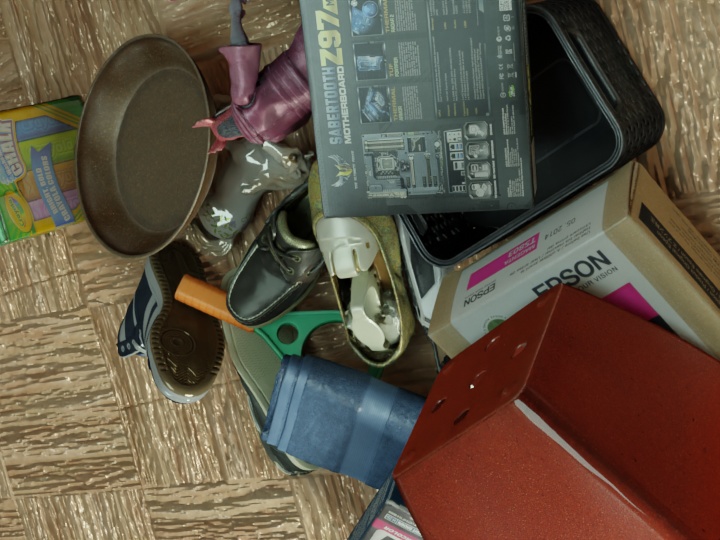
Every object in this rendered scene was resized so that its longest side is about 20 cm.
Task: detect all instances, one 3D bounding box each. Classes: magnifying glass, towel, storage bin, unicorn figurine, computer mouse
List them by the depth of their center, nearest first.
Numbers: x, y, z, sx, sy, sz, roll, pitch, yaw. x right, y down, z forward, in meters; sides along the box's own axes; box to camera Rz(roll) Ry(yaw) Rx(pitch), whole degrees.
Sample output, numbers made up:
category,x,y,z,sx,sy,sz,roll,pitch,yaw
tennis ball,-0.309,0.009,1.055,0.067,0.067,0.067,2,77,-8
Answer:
category,x,y,z,sx,sy,sz,roll,pitch,yaw
storage bin,0.115,-0.107,1.054,0.200,0.094,0.135,-33,85,34
computer mouse,0.065,0.017,1.136,0.044,0.110,0.201,-15,90,-2
towel,0.017,0.138,1.168,0.199,0.049,0.112,21,134,3
magnifying glass,-0.072,0.054,1.218,0.200,0.022,0.080,23,77,8
unicorn figurine,-0.111,-0.091,1.225,0.137,0.074,0.200,42,138,15

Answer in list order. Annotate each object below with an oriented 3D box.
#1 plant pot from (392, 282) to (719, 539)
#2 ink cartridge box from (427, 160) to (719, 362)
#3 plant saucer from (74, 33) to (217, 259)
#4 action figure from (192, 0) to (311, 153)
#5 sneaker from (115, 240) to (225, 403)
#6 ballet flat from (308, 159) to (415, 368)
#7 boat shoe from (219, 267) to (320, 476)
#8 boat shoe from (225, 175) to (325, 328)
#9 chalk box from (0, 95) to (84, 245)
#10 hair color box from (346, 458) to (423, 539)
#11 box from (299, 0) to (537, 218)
category,x,y,z,sx,sy,sz,roll,pitch,yaw
plant pot,0.143,0.132,0.952,0.176,0.200,0.200,44,128,-10
ink cartridge box,0.178,0.038,1.034,0.165,0.075,0.200,43,128,-18
plant saucer,-0.186,-0.109,1.217,0.200,0.037,0.201,-4,84,44
action figure,-0.044,-0.148,1.095,0.200,0.134,0.149,-37,51,11
sneaker,-0.180,0.074,1.266,0.109,0.070,0.200,-61,27,33
ballet flat,0.000,0.000,1.117,0.071,0.071,0.200,8,133,31
boat shoe,-0.087,0.095,1.261,0.200,0.072,0.068,67,154,6
boat shoe,-0.053,-0.032,1.168,0.201,0.066,0.072,-46,75,13
chalk box,-0.356,-0.081,1.296,0.124,0.200,0.124,-13,98,35
hair color box,0.040,0.251,1.183,0.100,0.061,0.200,25,135,-1
box,0.042,-0.140,0.968,0.157,0.051,0.201,-3,108,12
